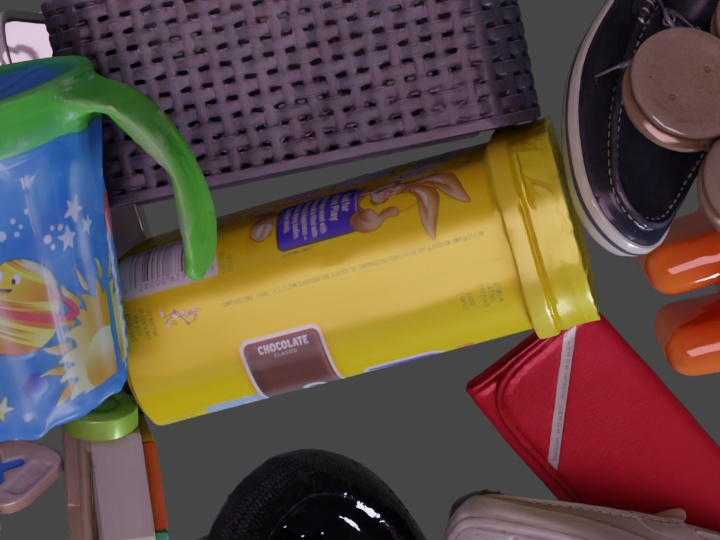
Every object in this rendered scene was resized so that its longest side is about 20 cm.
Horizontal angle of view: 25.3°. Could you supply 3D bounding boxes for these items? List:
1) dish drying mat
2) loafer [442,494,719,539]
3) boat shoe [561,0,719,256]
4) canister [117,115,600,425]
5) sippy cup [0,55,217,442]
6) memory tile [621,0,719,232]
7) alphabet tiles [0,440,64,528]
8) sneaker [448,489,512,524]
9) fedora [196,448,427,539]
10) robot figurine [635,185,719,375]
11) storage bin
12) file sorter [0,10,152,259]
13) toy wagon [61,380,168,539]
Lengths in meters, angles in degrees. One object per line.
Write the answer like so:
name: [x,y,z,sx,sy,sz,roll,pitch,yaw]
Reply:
dish drying mat: [0.141,0.107,0.771,0.077,0.018,0.200,-39,103,12]
loafer: [0.130,0.142,0.737,0.200,0.070,0.070,21,122,-12]
boat shoe: [0.143,-0.099,0.697,0.075,0.062,0.200,34,68,-26]
canister: [0.000,0.000,0.726,0.199,0.149,0.087,-15,98,10]
sippy cup: [-0.152,-0.004,0.628,0.178,0.139,0.131,4,115,49]
memory tile: [0.218,-0.070,0.655,0.200,0.017,0.153,-30,76,-17]
alphabet tiles: [-0.233,0.102,0.706,0.195,0.200,0.015,9,127,33]
sneaker: [0.084,0.206,0.783,0.091,0.076,0.200,-29,82,33]
fedora: [-0.036,0.188,0.766,0.091,0.200,0.201,-14,97,37]
robot figurine: [0.227,-0.008,0.718,0.199,0.117,0.144,-16,62,6]
storage bin: [-0.026,-0.093,0.720,0.199,0.135,0.094,-10,96,7]
file sorter: [-0.220,-0.031,0.754,0.199,0.125,0.139,-16,95,8]
toy wagon: [-0.112,0.125,0.725,0.039,0.200,0.156,-6,111,-17]
